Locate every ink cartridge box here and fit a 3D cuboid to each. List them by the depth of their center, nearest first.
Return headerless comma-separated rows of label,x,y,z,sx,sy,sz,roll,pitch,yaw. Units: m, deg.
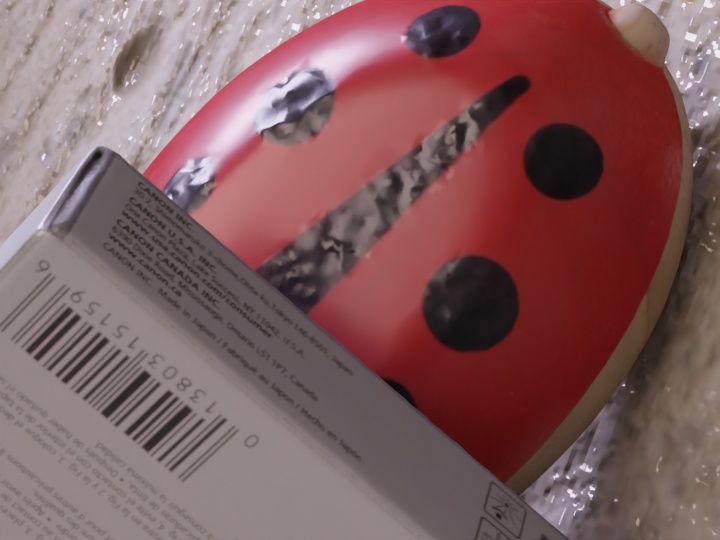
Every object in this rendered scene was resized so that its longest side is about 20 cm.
ink cartridge box,-0.044,0.093,0.653,0.174,0.200,0.044,-42,13,32

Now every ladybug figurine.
ladybug figurine,0.000,0.000,0.682,0.200,0.072,0.136,-46,73,5
